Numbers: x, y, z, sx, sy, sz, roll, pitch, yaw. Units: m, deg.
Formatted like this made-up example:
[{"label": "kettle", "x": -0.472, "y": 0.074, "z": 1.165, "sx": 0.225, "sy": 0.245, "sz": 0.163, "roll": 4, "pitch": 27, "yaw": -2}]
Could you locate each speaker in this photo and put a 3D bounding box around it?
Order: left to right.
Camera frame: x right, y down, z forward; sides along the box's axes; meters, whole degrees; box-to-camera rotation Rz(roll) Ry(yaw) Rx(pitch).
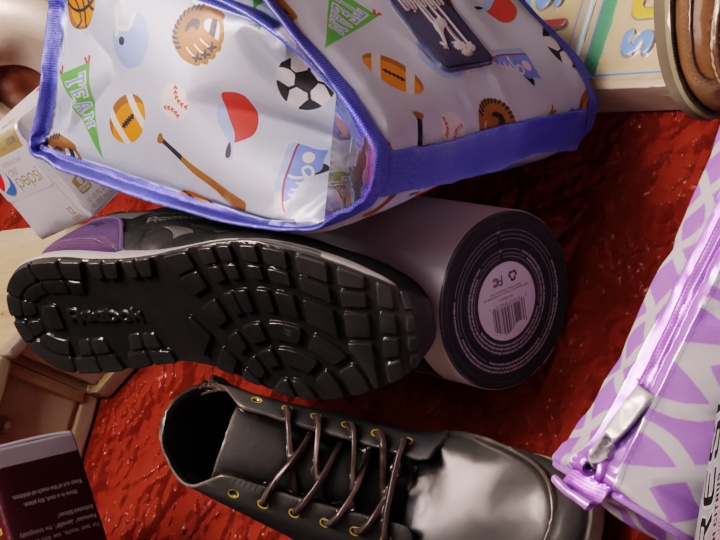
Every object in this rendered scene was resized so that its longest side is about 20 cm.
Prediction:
[{"label": "speaker", "x": 0.000, "y": 0.000, "z": 0.792, "sx": 0.200, "sy": 0.081, "sz": 0.081, "roll": 12, "pitch": 78, "yaw": 49}]

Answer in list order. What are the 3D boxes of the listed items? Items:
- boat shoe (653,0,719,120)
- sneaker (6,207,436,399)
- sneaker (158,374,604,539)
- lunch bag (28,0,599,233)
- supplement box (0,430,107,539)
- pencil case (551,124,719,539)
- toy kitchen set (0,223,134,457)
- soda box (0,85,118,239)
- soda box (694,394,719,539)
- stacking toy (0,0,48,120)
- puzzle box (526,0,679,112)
[{"label": "boat shoe", "x": 0.181, "y": -0.157, "z": 0.693, "sx": 0.068, "sy": 0.072, "sz": 0.200, "roll": 5, "pitch": 73, "yaw": 50}, {"label": "sneaker", "x": -0.053, "y": -0.002, "z": 0.737, "sx": 0.200, "sy": 0.076, "sz": 0.088, "roll": 5, "pitch": 32, "yaw": 25}, {"label": "sneaker", "x": 0.001, "y": 0.096, "z": 0.714, "sx": 0.200, "sy": 0.106, "sz": 0.075, "roll": -1, "pitch": 68, "yaw": 47}, {"label": "lunch bag", "x": -0.017, "y": -0.086, "z": 0.740, "sx": 0.200, "sy": 0.170, "sz": 0.124, "roll": 23, "pitch": 116, "yaw": 35}, {"label": "supplement box", "x": -0.163, "y": 0.191, "z": 0.809, "sx": 0.109, "sy": 0.061, "sz": 0.200, "roll": -26, "pitch": 80, "yaw": 36}, {"label": "pencil case", "x": 0.141, "y": 0.011, "z": 0.630, "sx": 0.084, "sy": 0.085, "sz": 0.200, "roll": 20, "pitch": 83, "yaw": 55}, {"label": "toy kitchen set", "x": -0.181, "y": 0.065, "z": 0.886, "sx": 0.180, "sy": 0.163, "sz": 0.200, "roll": -3, "pitch": 67, "yaw": 46}, {"label": "soda box", "x": -0.114, "y": -0.107, "z": 0.901, "sx": 0.200, "sy": 0.064, "sz": 0.068, "roll": -50, "pitch": 19, "yaw": -30}, {"label": "soda box", "x": 0.155, "y": 0.062, "z": 0.556, "sx": 0.064, "sy": 0.068, "sz": 0.200, "roll": 92, "pitch": -171, "yaw": -86}, {"label": "stacking toy", "x": -0.190, "y": -0.167, "z": 1.089, "sx": 0.146, "sy": 0.146, "sz": 0.200, "roll": -27, "pitch": 31, "yaw": 35}, {"label": "puzzle box", "x": 0.131, "y": -0.168, "z": 0.790, "sx": 0.133, "sy": 0.025, "sz": 0.200, "roll": 3, "pitch": 71, "yaw": 47}]
